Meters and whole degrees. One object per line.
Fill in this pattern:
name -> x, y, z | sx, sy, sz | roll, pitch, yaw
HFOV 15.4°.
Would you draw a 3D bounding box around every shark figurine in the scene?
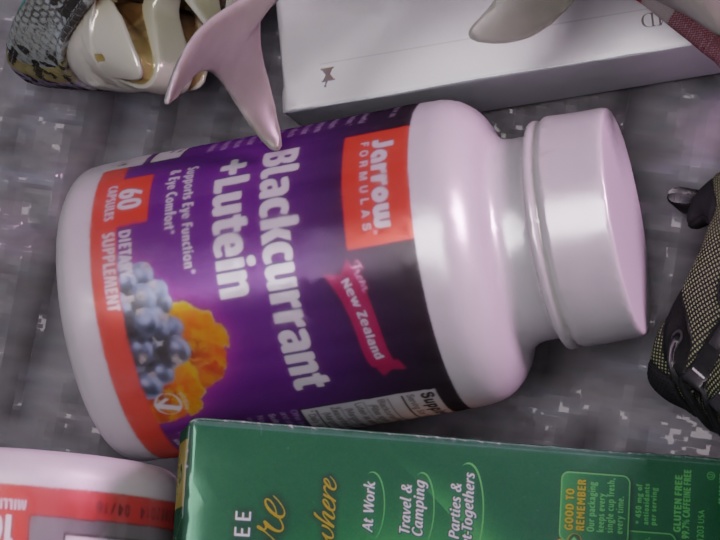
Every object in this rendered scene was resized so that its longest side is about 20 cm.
shark figurine -> 0.033, -0.121, 0.890 | 0.213, 0.090, 0.129 | -10, 85, 1

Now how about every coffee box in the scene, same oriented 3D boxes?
coffee box -> 0.030, 0.120, 0.931 | 0.198, 0.044, 0.124 | 4, 82, -8

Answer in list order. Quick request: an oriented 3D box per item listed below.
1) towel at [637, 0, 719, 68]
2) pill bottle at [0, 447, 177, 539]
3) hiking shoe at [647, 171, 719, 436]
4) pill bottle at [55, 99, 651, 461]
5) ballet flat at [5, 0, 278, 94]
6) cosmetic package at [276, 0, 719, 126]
towel -> 0.102, -0.182, 0.937 | 0.200, 0.023, 0.144 | 42, 117, 18
pill bottle -> -0.127, 0.169, 0.965 | 0.115, 0.116, 0.202 | 1, 81, 15
hiking shoe -> 0.151, 0.042, 0.920 | 0.100, 0.076, 0.201 | -30, 45, 39
pill bottle -> 0.000, 0.000, 0.962 | 0.199, 0.111, 0.112 | -11, 78, 13
ballet flat -> -0.067, -0.106, 0.982 | 0.200, 0.072, 0.072 | -39, 70, 39
cosmetic package -> 0.064, -0.142, 1.000 | 0.199, 0.052, 0.152 | -8, 77, 14
